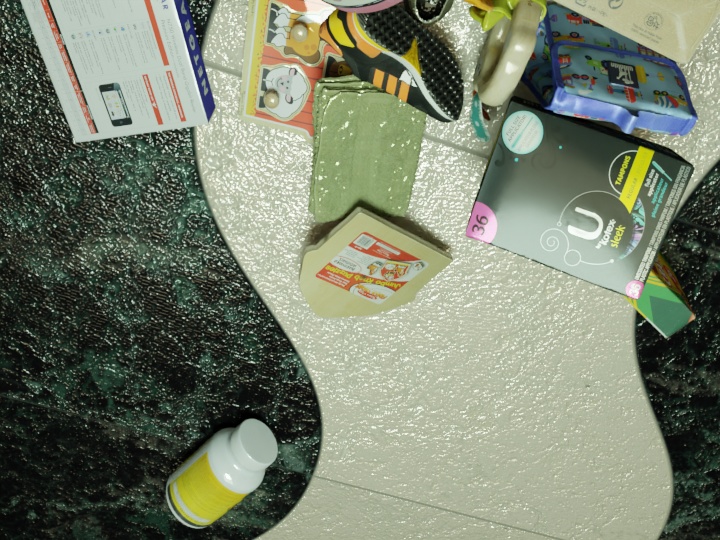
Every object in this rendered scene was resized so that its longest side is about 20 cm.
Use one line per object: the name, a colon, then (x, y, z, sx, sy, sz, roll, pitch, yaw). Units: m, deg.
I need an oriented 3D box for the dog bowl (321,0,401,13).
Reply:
dog bowl: (0.008, -0.346, 0.767, 0.197, 0.204, 0.074, -25, 153, 20)

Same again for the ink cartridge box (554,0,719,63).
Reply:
ink cartridge box: (0.244, -0.304, 0.791, 0.196, 0.166, 0.076, 20, 121, -12)

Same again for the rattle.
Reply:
rattle: (0.112, -0.235, 0.859, 0.139, 0.134, 0.200, 0, 165, -13)

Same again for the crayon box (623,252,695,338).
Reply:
crayon box: (0.341, -0.020, 1.008, 0.199, 0.128, 0.051, 38, 119, -22)

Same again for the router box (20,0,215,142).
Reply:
router box: (-0.283, -0.262, 0.920, 0.175, 0.049, 0.204, -5, 125, 7)

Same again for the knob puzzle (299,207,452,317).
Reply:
knob puzzle: (0.000, 0.000, 1.081, 0.214, 0.031, 0.222, -6, 142, -5)

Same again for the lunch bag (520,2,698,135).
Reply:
lunch bag: (0.263, -0.199, 0.841, 0.147, 0.202, 0.096, 11, 126, -5)

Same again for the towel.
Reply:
towel: (0.007, -0.151, 0.971, 0.144, 0.037, 0.203, -5, 128, -13)

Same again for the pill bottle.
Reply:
pill bottle: (-0.228, 0.333, 1.294, 0.111, 0.113, 0.199, 37, 120, -21)

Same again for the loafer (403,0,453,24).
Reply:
loafer: (0.102, -0.350, 0.824, 0.073, 0.070, 0.203, 14, 125, -7)

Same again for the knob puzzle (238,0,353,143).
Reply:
knob puzzle: (-0.044, -0.240, 0.935, 0.214, 0.031, 0.224, 1, 125, 2)

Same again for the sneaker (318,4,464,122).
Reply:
sneaker: (0.038, -0.233, 0.880, 0.089, 0.072, 0.199, -2, 154, 44)

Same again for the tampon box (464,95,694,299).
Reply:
tampon box: (0.232, -0.086, 0.857, 0.196, 0.126, 0.153, 20, 108, 7)
